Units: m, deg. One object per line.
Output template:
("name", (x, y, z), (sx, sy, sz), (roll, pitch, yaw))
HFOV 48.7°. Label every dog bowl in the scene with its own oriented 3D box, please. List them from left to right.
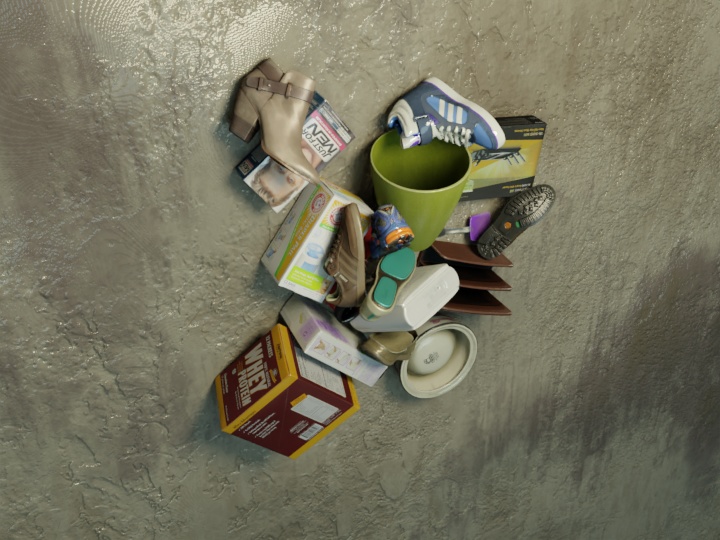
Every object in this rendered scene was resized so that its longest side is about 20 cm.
("dog bowl", (0.161, 0.185, 1.793), (0.199, 0.074, 0.202), (-14, 125, -21))

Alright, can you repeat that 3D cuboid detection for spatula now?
("spatula", (0.193, -0.083, 1.678), (0.198, 0.021, 0.057), (-10, 105, -20))

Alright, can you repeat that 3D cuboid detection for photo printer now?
("photo printer", (0.076, 0.056, 1.579), (0.166, 0.199, 0.070), (-39, 110, -35))

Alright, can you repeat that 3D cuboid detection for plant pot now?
("plant pot", (0.107, -0.137, 1.514), (0.186, 0.188, 0.201), (-18, 140, -18))

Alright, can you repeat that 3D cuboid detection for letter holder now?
("letter holder", (0.233, 0.019, 1.686), (0.199, 0.142, 0.101), (6, 116, -31))

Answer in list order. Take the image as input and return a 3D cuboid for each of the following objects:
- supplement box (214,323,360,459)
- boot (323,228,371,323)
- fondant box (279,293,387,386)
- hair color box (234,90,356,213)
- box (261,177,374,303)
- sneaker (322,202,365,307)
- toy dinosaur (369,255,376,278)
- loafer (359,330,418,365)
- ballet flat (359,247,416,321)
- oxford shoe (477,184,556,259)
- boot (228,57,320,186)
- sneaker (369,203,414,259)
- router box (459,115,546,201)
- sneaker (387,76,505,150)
("supplement box", (-0.148, 0.246, 1.592), (0.197, 0.133, 0.200), (-40, 131, 20))
("boot", (0.000, 0.000, 1.546), (0.072, 0.144, 0.201), (25, 103, -35))
("fondant box", (-0.053, 0.139, 1.601), (0.199, 0.144, 0.058), (31, 102, -38))
("hair color box", (-0.115, -0.209, 1.410), (0.200, 0.061, 0.100), (-44, 129, 2))
("box", (-0.080, -0.060, 1.492), (0.112, 0.101, 0.201), (24, 105, -37))
("sneaker", (-0.031, -0.022, 1.433), (0.075, 0.071, 0.202), (-4, 113, -3))
("toy dinosaur", (0.057, -0.016, 1.586), (0.200, 0.101, 0.058), (-43, 110, -32))
("loafer", (0.061, 0.142, 1.600), (0.068, 0.076, 0.200), (-61, 162, 9))
("ballet flat", (0.049, 0.028, 1.480), (0.200, 0.069, 0.070), (-55, 149, -51))
("oxford shoe", (0.328, -0.109, 1.681), (0.200, 0.073, 0.084), (-41, 175, 14))
("boot", (-0.118, -0.253, 1.322), (0.199, 0.070, 0.147), (34, 90, -2))
("sneaker", (0.051, -0.074, 1.443), (0.075, 0.200, 0.079), (-19, 85, -11))
("router box", (0.269, -0.227, 1.613), (0.198, 0.052, 0.158), (-9, 123, -24))
("sneaker", (0.144, -0.249, 1.443), (0.146, 0.200, 0.081), (-44, 164, -15))
